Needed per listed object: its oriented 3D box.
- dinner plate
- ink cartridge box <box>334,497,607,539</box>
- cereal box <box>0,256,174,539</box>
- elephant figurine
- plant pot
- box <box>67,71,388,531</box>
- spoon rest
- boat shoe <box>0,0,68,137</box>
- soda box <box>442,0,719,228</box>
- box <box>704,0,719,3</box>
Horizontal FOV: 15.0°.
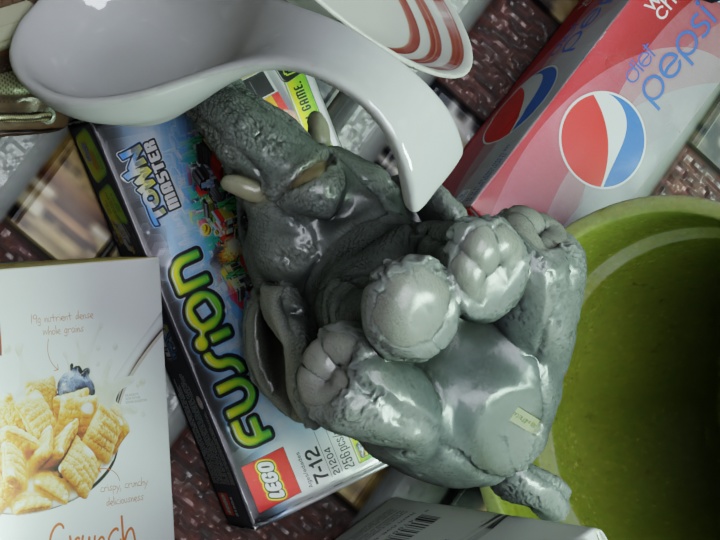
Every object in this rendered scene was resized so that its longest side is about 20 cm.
[{"bbox_3d":[-0.029,-0.151,1.184,0.200,0.200,0.024,40,108,-18],"label":"dinner plate"},{"bbox_3d":[0.021,0.175,1.174,0.144,0.200,0.084,-34,102,-21],"label":"ink cartridge box"},{"bbox_3d":[-0.143,0.097,1.158,0.144,0.039,0.201,-6,94,-44],"label":"cereal box"},{"bbox_3d":[0.000,0.000,1.181,0.141,0.200,0.156,3,110,-38],"label":"elephant figurine"},{"bbox_3d":[0.181,0.068,1.247,0.184,0.200,0.201,0,89,-57],"label":"plant pot"},{"bbox_3d":[-0.044,0.005,1.240,0.110,0.035,0.201,-25,99,-22],"label":"box"},{"bbox_3d":[-0.054,-0.085,1.119,0.099,0.199,0.061,-53,151,-36],"label":"spoon rest"},{"bbox_3d":[-0.212,-0.056,1.145,0.202,0.075,0.075,-22,96,-23],"label":"boat shoe"},{"bbox_3d":[0.116,-0.083,1.293,0.063,0.070,0.200,42,73,-15],"label":"soda box"},{"bbox_3d":[0.114,-0.196,1.251,0.199,0.032,0.122,10,81,-18],"label":"box"}]
